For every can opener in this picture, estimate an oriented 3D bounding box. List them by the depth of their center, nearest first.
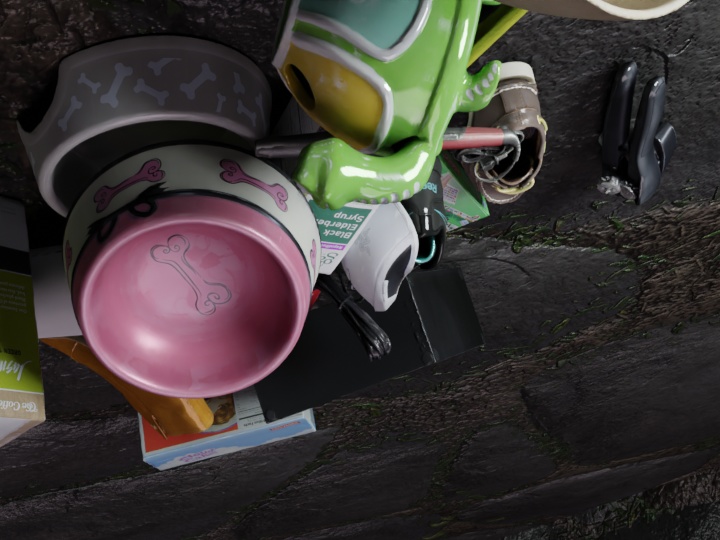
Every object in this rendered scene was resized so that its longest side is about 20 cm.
[{"bbox_3d":[0.243,-0.124,1.046,0.063,0.080,0.200,22,164,22],"label":"can opener"}]

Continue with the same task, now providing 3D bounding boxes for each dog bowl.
[{"bbox_3d":[-0.123,0.009,0.862,0.196,0.074,0.203,-4,126,-5],"label":"dog bowl"},{"bbox_3d":[-0.159,-0.095,0.889,0.196,0.060,0.201,-10,156,-4],"label":"dog bowl"}]

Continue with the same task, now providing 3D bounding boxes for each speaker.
[{"bbox_3d":[-0.239,0.015,1.000,0.197,0.083,0.081,-6,163,33],"label":"speaker"}]

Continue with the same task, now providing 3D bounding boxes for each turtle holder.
[{"bbox_3d":[0.009,-0.132,0.747,0.129,0.189,0.141,16,-173,-12],"label":"turtle holder"}]

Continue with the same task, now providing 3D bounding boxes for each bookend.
[{"bbox_3d":[0.008,0.075,1.241,0.197,0.094,0.198,-21,175,19],"label":"bookend"}]

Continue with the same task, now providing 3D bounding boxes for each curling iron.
[{"bbox_3d":[0.023,-0.084,0.826,0.196,0.026,0.050,-2,142,-14],"label":"curling iron"}]

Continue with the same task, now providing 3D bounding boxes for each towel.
[{"bbox_3d":[0.121,-0.197,0.792,0.200,0.018,0.086,-40,-172,47],"label":"towel"}]

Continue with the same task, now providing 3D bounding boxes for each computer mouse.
[{"bbox_3d":[0.000,0.000,1.010,0.043,0.110,0.201,-26,158,-22],"label":"computer mouse"}]

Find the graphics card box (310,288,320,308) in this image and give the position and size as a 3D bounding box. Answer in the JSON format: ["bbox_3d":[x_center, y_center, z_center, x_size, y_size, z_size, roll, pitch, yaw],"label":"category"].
[{"bbox_3d":[-0.129,0.003,1.134,0.196,0.052,0.126,-2,155,-20],"label":"graphics card box"}]

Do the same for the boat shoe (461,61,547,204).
[{"bbox_3d":[0.127,-0.102,1.014,0.070,0.060,0.201,-12,157,-2],"label":"boat shoe"}]

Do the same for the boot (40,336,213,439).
[{"bbox_3d":[-0.231,0.091,1.101,0.199,0.071,0.145,10,137,45],"label":"boot"}]

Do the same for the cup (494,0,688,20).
[{"bbox_3d":[0.081,-0.221,0.596,0.198,0.204,0.142,8,175,-40],"label":"cup"}]

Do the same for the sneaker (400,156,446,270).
[{"bbox_3d":[0.035,-0.029,1.036,0.074,0.081,0.201,-10,158,-8],"label":"sneaker"}]

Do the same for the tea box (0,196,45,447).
[{"bbox_3d":[-0.373,0.059,0.948,0.198,0.200,0.133,-28,152,34],"label":"tea box"}]

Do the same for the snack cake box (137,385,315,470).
[{"bbox_3d":[-0.160,0.151,1.369,0.196,0.117,0.067,-14,157,5],"label":"snack cake box"}]

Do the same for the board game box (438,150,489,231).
[{"bbox_3d":[0.026,-0.072,1.071,0.133,0.030,0.200,-21,155,17],"label":"board game box"}]

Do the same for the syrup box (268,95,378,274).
[{"bbox_3d":[-0.023,-0.087,0.907,0.077,0.083,0.201,9,141,-25],"label":"syrup box"}]
